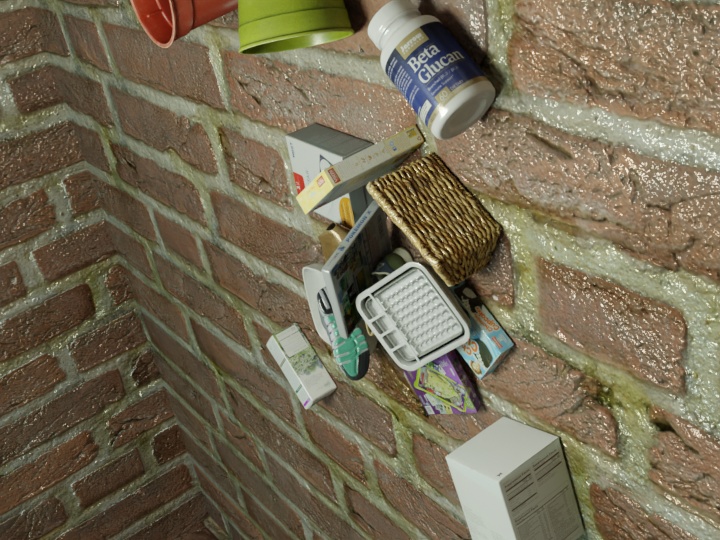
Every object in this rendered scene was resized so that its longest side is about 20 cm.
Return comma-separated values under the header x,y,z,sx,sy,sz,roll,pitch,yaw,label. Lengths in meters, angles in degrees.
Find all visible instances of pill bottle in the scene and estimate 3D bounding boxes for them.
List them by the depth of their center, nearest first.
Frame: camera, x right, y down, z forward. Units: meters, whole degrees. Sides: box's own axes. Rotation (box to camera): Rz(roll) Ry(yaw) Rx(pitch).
x,y,z,sx,sy,sz,roll,pitch,yaw,label
0.098,-0.301,1.337,0.201,0.110,0.111,54,152,16,pill bottle

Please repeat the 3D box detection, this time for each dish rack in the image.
x,y,z,sx,sy,sz,roll,pitch,yaw,label
0.098,0.076,1.612,0.172,0.043,0.200,54,137,-2,dish rack

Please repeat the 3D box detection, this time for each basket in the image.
x,y,z,sx,sy,sz,roll,pitch,yaw,label
0.106,-0.065,1.501,0.200,0.148,0.143,50,151,21,basket

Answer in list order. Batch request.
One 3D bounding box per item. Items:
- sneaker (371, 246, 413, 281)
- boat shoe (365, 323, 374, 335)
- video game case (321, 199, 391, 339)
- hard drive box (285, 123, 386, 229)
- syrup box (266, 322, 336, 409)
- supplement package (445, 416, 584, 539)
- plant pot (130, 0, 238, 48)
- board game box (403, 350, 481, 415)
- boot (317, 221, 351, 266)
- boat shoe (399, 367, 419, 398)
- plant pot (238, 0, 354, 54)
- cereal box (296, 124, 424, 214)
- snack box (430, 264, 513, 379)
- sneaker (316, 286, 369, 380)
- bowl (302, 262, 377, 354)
x,y,z,sx,sy,sz,roll,pitch,yaw,label
0.078,0.065,1.725,0.067,0.089,0.202,-5,110,51,sneaker
0.019,0.038,1.828,0.071,0.076,0.202,14,124,60,boat shoe
0.000,0.000,1.681,0.022,0.183,0.201,21,147,25,video game case
-0.049,-0.181,1.751,0.199,0.076,0.157,28,137,50,hard drive box
-0.151,0.244,2.321,0.201,0.078,0.082,57,153,11,syrup box
0.276,0.399,1.618,0.151,0.150,0.202,12,125,58,supplement package
-0.329,-0.562,1.770,0.201,0.194,0.202,41,146,36,plant pot
0.137,0.187,1.720,0.119,0.032,0.201,-7,119,44,board game box
-0.048,-0.048,1.767,0.075,0.074,0.200,38,162,-2,boot
0.096,0.149,1.807,0.204,0.074,0.075,59,-173,-8,boat shoe
-0.123,-0.476,1.513,0.200,0.199,0.195,4,106,59,plant pot
-0.002,-0.170,1.538,0.040,0.199,0.144,60,153,2,cereal box
0.183,0.086,1.623,0.201,0.037,0.117,53,154,18,snack box
-0.037,0.131,1.879,0.088,0.074,0.202,134,117,-76,sneaker
-0.035,0.079,1.968,0.199,0.074,0.202,25,136,50,bowl
